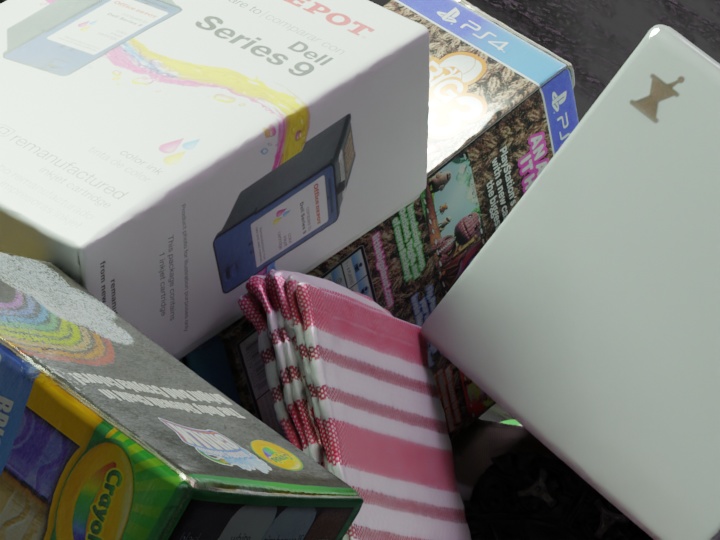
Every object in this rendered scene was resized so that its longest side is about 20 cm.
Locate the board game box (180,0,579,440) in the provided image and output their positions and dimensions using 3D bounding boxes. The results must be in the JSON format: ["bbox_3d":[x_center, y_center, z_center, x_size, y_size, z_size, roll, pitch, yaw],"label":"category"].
[{"bbox_3d":[0.000,0.000,1.239,0.097,0.200,0.160,35,-27,36],"label":"board game box"}]

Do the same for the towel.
[{"bbox_3d":[0.009,0.104,1.097,0.146,0.030,0.200,24,52,-67],"label":"towel"}]

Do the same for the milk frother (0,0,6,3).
[{"bbox_3d":[-0.212,-0.102,1.293,0.180,0.200,0.188,14,10,-1],"label":"milk frother"}]

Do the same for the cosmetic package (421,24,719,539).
[{"bbox_3d":[0.167,0.029,1.199,0.167,0.166,0.200,41,6,30],"label":"cosmetic package"}]

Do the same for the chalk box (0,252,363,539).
[{"bbox_3d":[-0.093,0.093,0.914,0.200,0.124,0.124,36,10,26],"label":"chalk box"}]

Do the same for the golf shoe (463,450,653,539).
[{"bbox_3d":[0.128,0.153,1.221,0.200,0.078,0.094,39,1,6],"label":"golf shoe"}]

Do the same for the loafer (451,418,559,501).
[{"bbox_3d":[0.029,0.090,1.316,0.200,0.070,0.075,16,-30,15],"label":"loafer"}]

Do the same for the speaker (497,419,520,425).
[{"bbox_3d":[0.135,0.142,1.396,0.088,0.088,0.200,20,3,-46],"label":"speaker"}]

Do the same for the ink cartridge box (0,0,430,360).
[{"bbox_3d":[-0.089,-0.048,1.105,0.145,0.088,0.200,29,43,31],"label":"ink cartridge box"}]
